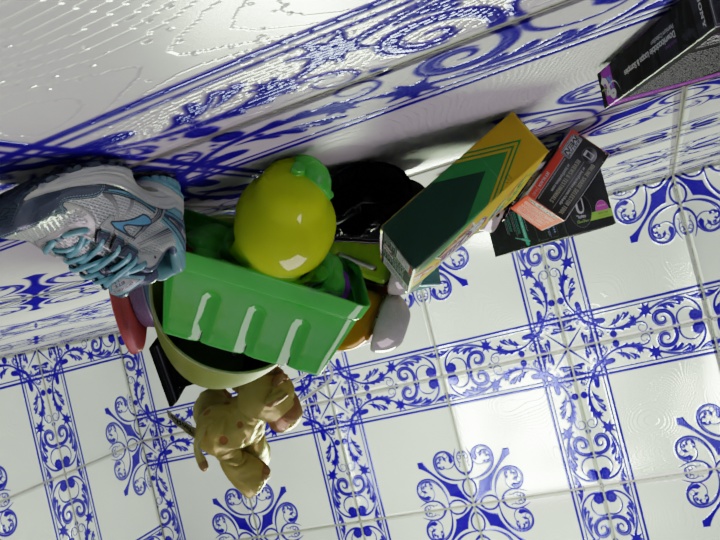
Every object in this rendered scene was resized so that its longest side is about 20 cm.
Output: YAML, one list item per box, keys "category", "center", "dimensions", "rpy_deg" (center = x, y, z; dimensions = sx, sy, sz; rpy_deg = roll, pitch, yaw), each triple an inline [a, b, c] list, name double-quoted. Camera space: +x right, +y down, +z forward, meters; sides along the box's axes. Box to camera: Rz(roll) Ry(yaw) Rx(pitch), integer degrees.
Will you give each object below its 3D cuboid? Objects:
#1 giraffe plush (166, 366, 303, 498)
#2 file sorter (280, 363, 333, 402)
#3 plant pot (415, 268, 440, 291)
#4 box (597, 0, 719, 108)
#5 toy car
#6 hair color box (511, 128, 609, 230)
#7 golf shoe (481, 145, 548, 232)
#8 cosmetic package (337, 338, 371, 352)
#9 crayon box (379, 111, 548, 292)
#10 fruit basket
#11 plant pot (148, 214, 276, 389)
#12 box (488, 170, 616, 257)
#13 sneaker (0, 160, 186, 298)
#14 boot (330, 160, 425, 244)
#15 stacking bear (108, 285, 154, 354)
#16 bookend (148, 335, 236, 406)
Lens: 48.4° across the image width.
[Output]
- category: "giraffe plush"
  center: [-0.156, 0.203, 1.164]
  dimensions: [0.161, 0.174, 0.200]
  rpy_deg: [-37, 142, 6]
- category: "file sorter"
  center: [-0.150, 0.124, 1.356]
  dimensions: [0.137, 0.126, 0.200]
  rpy_deg: [-31, -135, -11]
- category: "plant pot"
  center: [0.014, -0.028, 1.401]
  dimensions: [0.196, 0.144, 0.141]
  rpy_deg: [-6, 175, -22]
- category: "box"
  center: [0.270, -0.173, 0.574]
  dimensions: [0.140, 0.037, 0.200]
  rpy_deg: [-16, 179, -3]
- category: "toy car"
  center: [0.000, 0.000, 1.071]
  dimensions: [0.172, 0.203, 0.150]
  rpy_deg: [20, -160, 9]
- category: "hair color box"
  center: [0.261, -0.116, 1.074]
  dimensions: [0.102, 0.061, 0.200]
  rpy_deg: [-56, 176, 2]
- category: "golf shoe"
  center: [0.181, -0.103, 1.045]
  dimensions: [0.077, 0.096, 0.199]
  rpy_deg: [-12, 175, -28]
- category: "cosmetic package"
  center: [-0.034, 0.021, 1.241]
  dimensions: [0.086, 0.104, 0.202]
  rpy_deg: [-14, 136, -4]
- category: "crayon box"
  center: [0.101, -0.062, 0.848]
  dimensions: [0.172, 0.059, 0.200]
  rpy_deg: [-40, 173, -4]
- category: "fruit basket"
  center: [-0.083, -0.022, 0.756]
  dimensions: [0.212, 0.219, 0.156]
  rpy_deg: [-14, -161, -1]
- category: "plant pot"
  center: [-0.166, 0.064, 0.962]
  dimensions: [0.184, 0.190, 0.200]
  rpy_deg: [-13, 161, -24]
- category: "box"
  center: [0.357, -0.115, 1.541]
  dimensions: [0.147, 0.127, 0.199]
  rpy_deg: [-15, 178, -35]
- category: "sneaker"
  center: [-0.179, -0.026, 0.576]
  dimensions: [0.076, 0.088, 0.200]
  rpy_deg: [-16, 178, 19]
- category: "boot"
  center: [0.022, -0.073, 0.890]
  dimensions: [0.197, 0.078, 0.168]
  rpy_deg: [-9, 179, -23]
- category: "stacking bear"
  center: [-0.227, 0.019, 1.084]
  dimensions: [0.196, 0.115, 0.122]
  rpy_deg: [-13, -141, 1]
- category: "bookend"
  center: [-0.181, 0.094, 1.183]
  dimensions: [0.196, 0.094, 0.199]
  rpy_deg: [-15, -165, 5]
